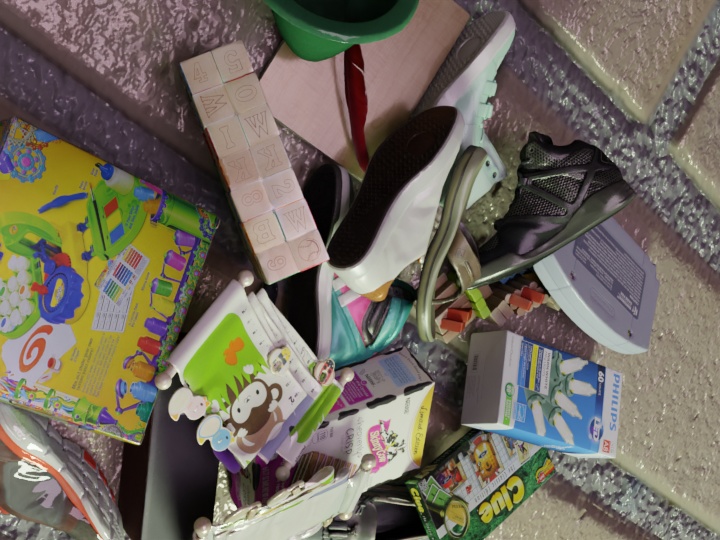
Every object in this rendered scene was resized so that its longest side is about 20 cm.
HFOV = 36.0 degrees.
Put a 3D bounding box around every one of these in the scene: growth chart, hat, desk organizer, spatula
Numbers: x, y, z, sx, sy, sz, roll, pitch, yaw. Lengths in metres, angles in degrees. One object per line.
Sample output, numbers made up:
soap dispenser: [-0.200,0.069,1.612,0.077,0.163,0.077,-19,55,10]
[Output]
growth chart: [-0.072,0.228,1.024,0.199,0.018,0.145,-16,148,-31]
hat: [-0.047,-0.222,1.029,0.164,0.176,0.201,2,64,-19]
growth chart: [-0.089,0.098,0.966,0.200,0.018,0.145,50,61,-42]
desk organizer: [-0.177,0.155,1.036,0.071,0.077,0.202,1,102,-31]
spatula: [-0.102,0.088,1.033,0.057,0.020,0.201,55,33,-44]

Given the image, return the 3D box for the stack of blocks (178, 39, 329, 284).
stack of blocks: [-0.098,-0.093,0.986,0.058,0.115,0.201,-22,97,-8]

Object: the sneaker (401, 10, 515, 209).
sneaker: [0.116,-0.156,1.125,0.118,0.074,0.201,33,91,-30]

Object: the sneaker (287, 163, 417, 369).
sneaker: [0.000,0.000,1.095,0.120,0.083,0.202,2,97,-35]

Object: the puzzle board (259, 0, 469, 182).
puzzle board: [0.001,-0.208,1.072,0.150,0.017,0.201,33,85,-26]

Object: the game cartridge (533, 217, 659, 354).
game cartridge: [0.266,0.002,1.244,0.200,0.041,0.134,41,50,-31]

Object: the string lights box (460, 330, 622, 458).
string lights box: [0.206,0.142,1.243,0.199,0.059,0.104,20,71,-36]

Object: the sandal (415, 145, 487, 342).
sandal: [0.095,-0.019,1.076,0.057,0.080,0.202,18,107,3]

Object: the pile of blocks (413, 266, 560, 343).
pile of blocks: [0.153,0.020,1.200,0.199,0.062,0.083,-17,111,-26]

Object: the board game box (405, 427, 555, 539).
board game box: [0.137,0.228,1.222,0.200,0.023,0.105,-32,106,-39]

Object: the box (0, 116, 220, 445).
box: [-0.250,0.012,0.902,0.192,0.122,0.201,27,74,-33]

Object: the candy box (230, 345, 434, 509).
candy box: [-0.029,0.170,1.108,0.199,0.061,0.137,-19,136,-25]

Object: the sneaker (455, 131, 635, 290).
sneaker: [0.168,-0.065,1.133,0.199,0.076,0.115,-34,82,9]

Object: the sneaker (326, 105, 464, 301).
sneaker: [0.042,-0.062,1.045,0.201,0.073,0.085,-56,137,-15]

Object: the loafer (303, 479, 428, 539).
loafer: [0.017,0.263,1.185,0.199,0.063,0.072,-2,106,-30]

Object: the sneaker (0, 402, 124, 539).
sneaker: [-0.289,0.193,0.997,0.082,0.077,0.201,-31,113,3]
